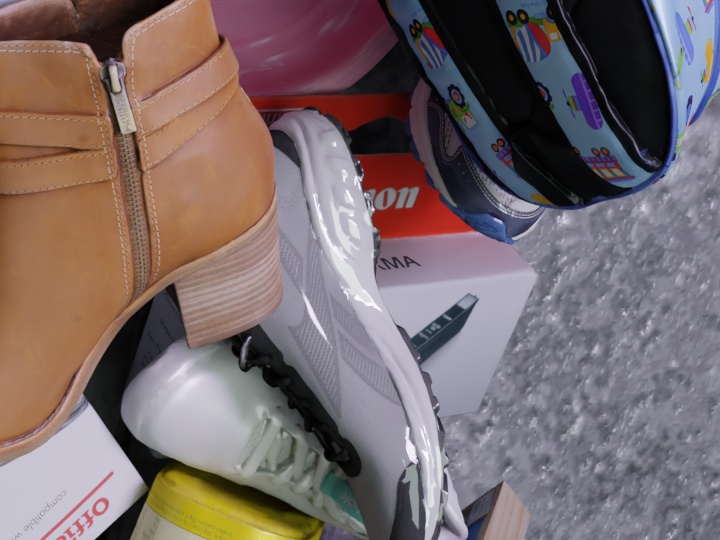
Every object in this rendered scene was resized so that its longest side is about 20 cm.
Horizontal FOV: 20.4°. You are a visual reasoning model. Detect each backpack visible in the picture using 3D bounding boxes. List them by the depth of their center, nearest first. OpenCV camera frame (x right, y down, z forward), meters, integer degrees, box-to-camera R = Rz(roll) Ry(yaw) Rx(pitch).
[{"bbox_3d":[0.085,-0.134,0.802,0.134,0.182,0.202,-28,96,-28],"label":"backpack"}]

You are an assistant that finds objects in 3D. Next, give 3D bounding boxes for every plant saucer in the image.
[{"bbox_3d":[-0.048,-0.168,0.870,0.199,0.051,0.203,-15,118,-31],"label":"plant saucer"}]

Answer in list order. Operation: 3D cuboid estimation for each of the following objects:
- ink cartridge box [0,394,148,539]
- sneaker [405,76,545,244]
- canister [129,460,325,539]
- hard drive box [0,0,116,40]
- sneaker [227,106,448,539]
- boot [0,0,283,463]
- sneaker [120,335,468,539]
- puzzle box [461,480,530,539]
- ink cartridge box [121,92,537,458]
[{"bbox_3d":[-0.173,0.083,0.868,0.116,0.068,0.201,-42,129,-15],"label":"ink cartridge box"},{"bbox_3d":[0.080,-0.105,0.914,0.077,0.085,0.201,27,52,-18],"label":"sneaker"},{"bbox_3d":[-0.089,0.195,0.933,0.086,0.149,0.202,22,93,4],"label":"canister"},{"bbox_3d":[-0.191,-0.118,0.730,0.200,0.077,0.156,-44,131,7],"label":"hard drive box"},{"bbox_3d":[-0.019,0.036,0.857,0.079,0.074,0.202,-19,88,-17],"label":"sneaker"},{"bbox_3d":[-0.127,-0.020,0.745,0.199,0.074,0.156,-27,133,-17],"label":"boot"},{"bbox_3d":[-0.018,0.083,0.911,0.199,0.089,0.075,19,116,-47],"label":"sneaker"},{"bbox_3d":[0.014,0.175,0.959,0.133,0.200,0.025,-38,93,15],"label":"puzzle box"},{"bbox_3d":[0.000,0.000,0.950,0.198,0.044,0.175,-5,131,-36],"label":"ink cartridge box"}]
